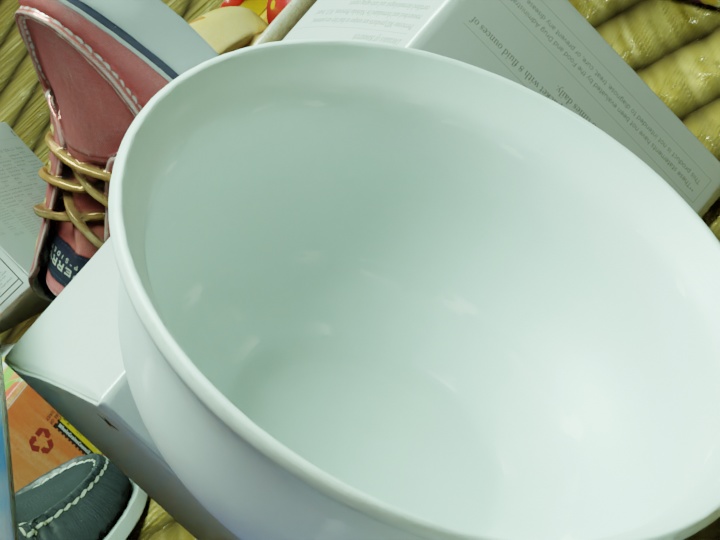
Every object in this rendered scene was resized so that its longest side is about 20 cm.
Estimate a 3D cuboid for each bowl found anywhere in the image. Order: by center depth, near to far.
[{"bbox_3d":[0.012,0.031,0.867,0.201,0.201,0.090,-71,6,-49],"label":"bowl"}]

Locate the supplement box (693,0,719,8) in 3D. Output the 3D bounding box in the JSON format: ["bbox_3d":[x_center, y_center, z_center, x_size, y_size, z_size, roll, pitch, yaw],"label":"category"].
[{"bbox_3d":[0.095,-0.190,1.159,0.103,0.131,0.200,-47,20,-4],"label":"supplement box"}]

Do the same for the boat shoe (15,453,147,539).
[{"bbox_3d":[-0.159,0.116,1.112,0.076,0.060,0.200,-18,16,45],"label":"boat shoe"}]

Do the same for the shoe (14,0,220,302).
[{"bbox_3d":[-0.085,-0.032,1.065,0.071,0.200,0.091,28,76,32],"label":"shoe"}]

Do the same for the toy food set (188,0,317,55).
[{"bbox_3d":[-0.060,-0.076,1.284,0.200,0.049,0.198,-50,0,-30],"label":"toy food set"}]

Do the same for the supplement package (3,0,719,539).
[{"bbox_3d":[0.000,0.000,0.996,0.200,0.121,0.120,-49,20,-11],"label":"supplement package"}]

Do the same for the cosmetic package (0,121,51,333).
[{"bbox_3d":[-0.167,-0.017,1.319,0.051,0.083,0.200,-42,-1,8],"label":"cosmetic package"}]

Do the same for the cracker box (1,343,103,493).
[{"bbox_3d":[-0.192,0.099,1.274,0.134,0.058,0.200,-53,22,-21],"label":"cracker box"}]

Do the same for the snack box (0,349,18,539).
[{"bbox_3d":[-0.131,0.099,0.989,0.037,0.200,0.116,-5,20,-7],"label":"snack box"}]
